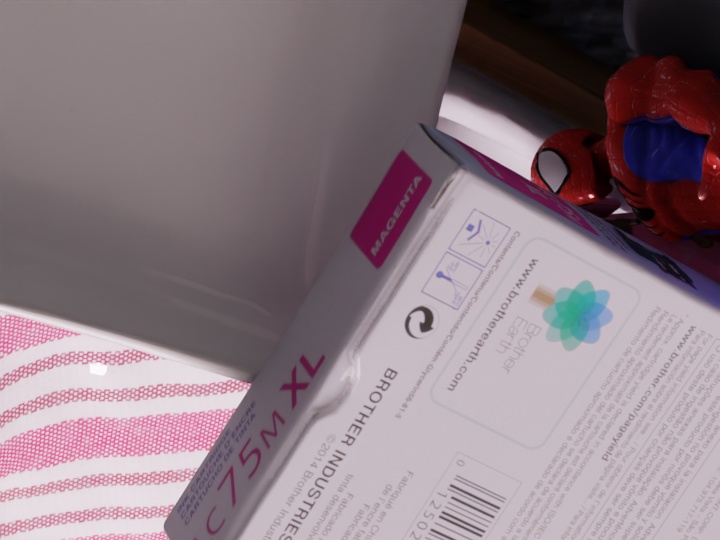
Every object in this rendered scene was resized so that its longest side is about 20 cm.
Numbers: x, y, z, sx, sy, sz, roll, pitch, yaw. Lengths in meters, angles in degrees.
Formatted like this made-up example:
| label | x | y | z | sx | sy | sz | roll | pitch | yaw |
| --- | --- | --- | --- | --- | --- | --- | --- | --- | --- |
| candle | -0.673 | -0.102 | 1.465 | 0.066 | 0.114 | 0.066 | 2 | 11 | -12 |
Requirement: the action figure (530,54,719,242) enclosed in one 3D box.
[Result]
| label | x | y | z | sx | sy | sz | roll | pitch | yaw |
| --- | --- | --- | --- | --- | --- | --- | --- | --- | --- |
| action figure | 0.109 | -0.019 | 0.714 | 0.065 | 0.052 | 0.200 | 49 | 159 | -29 |

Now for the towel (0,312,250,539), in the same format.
| label | x | y | z | sx | sy | sz | roll | pitch | yaw |
| --- | --- | --- | --- | --- | --- | --- | --- | --- | --- |
| towel | -0.049 | 0.062 | 0.857 | 0.146 | 0.030 | 0.200 | -5 | 138 | -13 |

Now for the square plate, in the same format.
| label | x | y | z | sx | sy | sz | roll | pitch | yaw |
| --- | --- | --- | --- | --- | --- | --- | --- | --- | --- |
| square plate | -0.065 | -0.086 | 0.700 | 0.200 | 0.199 | 0.028 | 16 | 176 | -26 |

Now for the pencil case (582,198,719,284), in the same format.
| label | x | y | z | sx | sy | sz | roll | pitch | yaw |
| --- | --- | --- | --- | --- | --- | --- | --- | --- | --- |
| pencil case | 0.078 | 0.079 | 0.828 | 0.083 | 0.087 | 0.201 | 3 | 111 | 2 |

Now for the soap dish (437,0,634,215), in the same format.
| label | x | y | z | sx | sy | sz | roll | pitch | yaw |
| --- | --- | --- | --- | --- | --- | --- | --- | --- | --- |
| soap dish | 0.000 | 0.000 | 0.888 | 0.157 | 0.081 | 0.200 | 25 | 126 | -37 |

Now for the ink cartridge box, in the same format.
| label | x | y | z | sx | sy | sz | roll | pitch | yaw |
| --- | --- | --- | --- | --- | --- | --- | --- | --- | --- |
| ink cartridge box | 0.065 | 0.059 | 0.739 | 0.200 | 0.042 | 0.119 | 27 | 102 | -26 |

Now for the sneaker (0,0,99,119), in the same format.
| label | x | y | z | sx | sy | sz | roll | pitch | yaw |
| --- | --- | --- | --- | --- | --- | --- | --- | --- | --- |
| sneaker | -0.100 | -0.043 | 0.819 | 0.115 | 0.076 | 0.200 | 15 | 165 | -36 |

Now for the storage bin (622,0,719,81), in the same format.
| label | x | y | z | sx | sy | sz | roll | pitch | yaw |
| --- | --- | --- | --- | --- | --- | --- | --- | --- | --- |
| storage bin | 0.143 | -0.110 | 0.711 | 0.134 | 0.146 | 0.200 | 23 | 153 | 14 |
